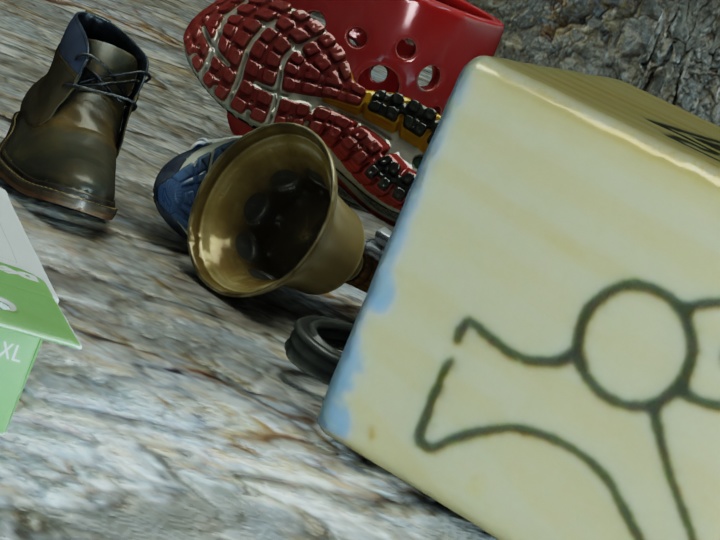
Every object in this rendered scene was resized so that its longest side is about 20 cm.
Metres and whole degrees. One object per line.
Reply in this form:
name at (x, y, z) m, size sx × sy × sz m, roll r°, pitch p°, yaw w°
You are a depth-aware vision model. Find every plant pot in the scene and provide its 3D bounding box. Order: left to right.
plant pot at (-0.005, -0.162, 1.680) m, size 0.200 × 0.183 × 0.200 m, roll 23°, pitch 9°, yaw -4°

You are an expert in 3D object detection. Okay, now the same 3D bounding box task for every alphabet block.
alphabet block at (0.133, 0.030, 0.937) m, size 0.199 × 0.196 × 0.196 m, roll 30°, pitch 16°, yaw 24°

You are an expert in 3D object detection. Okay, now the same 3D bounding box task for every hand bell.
hand bell at (0.000, 0.000, 1.198) m, size 0.104 × 0.104 × 0.200 m, roll 32°, pitch 1°, yaw 42°

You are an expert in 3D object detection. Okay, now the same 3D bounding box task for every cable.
cable at (0.025, 0.050, 1.084) m, size 0.097 × 0.050 × 0.200 m, roll 42°, pitch 26°, yaw 12°

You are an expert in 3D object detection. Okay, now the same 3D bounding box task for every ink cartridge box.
ink cartridge box at (-0.176, 0.007, 0.756) m, size 0.103 × 0.060 × 0.200 m, roll 19°, pitch 11°, yaw -23°

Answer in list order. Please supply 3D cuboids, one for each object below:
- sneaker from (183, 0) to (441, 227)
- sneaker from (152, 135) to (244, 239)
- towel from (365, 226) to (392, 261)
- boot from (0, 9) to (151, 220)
sneaker at (-0.026, -0.086, 1.212) m, size 0.200 × 0.078 × 0.082 m, roll 39°, pitch -20°, yaw 7°
sneaker at (-0.081, -0.049, 1.272) m, size 0.085 × 0.078 × 0.200 m, roll 7°, pitch 7°, yaw 26°
towel at (0.112, -0.002, 1.397) m, size 0.199 × 0.086 × 0.165 m, roll 28°, pitch 10°, yaw 23°
boot at (-0.168, -0.095, 1.200) m, size 0.074 × 0.097 × 0.200 m, roll 20°, pitch 10°, yaw -21°
